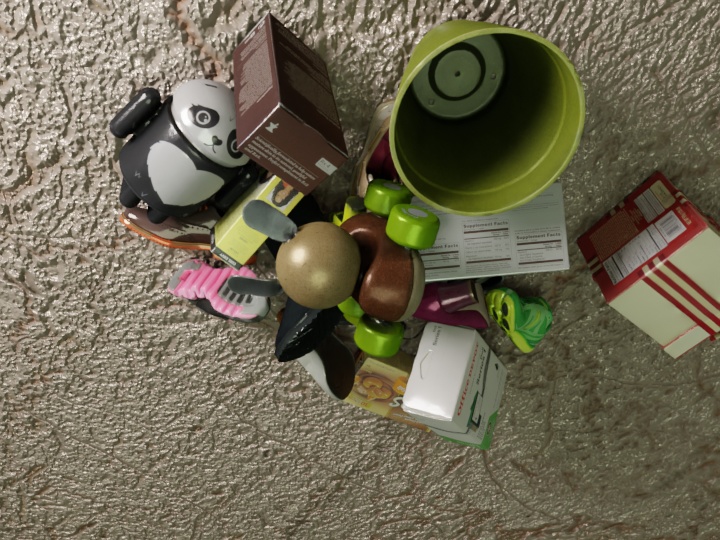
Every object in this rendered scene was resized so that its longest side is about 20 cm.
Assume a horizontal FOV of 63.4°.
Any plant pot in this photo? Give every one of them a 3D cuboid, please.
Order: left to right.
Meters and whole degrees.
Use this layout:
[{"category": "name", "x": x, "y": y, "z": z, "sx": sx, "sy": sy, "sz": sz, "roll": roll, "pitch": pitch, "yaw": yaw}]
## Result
[{"category": "plant pot", "x": 0.126, "y": -0.198, "z": 0.672, "sx": 0.199, "sy": 0.193, "sz": 0.201, "roll": -1, "pitch": 126, "yaw": -1}]

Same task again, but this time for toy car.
[{"category": "toy car", "x": -0.040, "y": -0.013, "z": 0.639, "sx": 0.199, "sy": 0.158, "sz": 0.165, "roll": 6, "pitch": 115, "yaw": -22}]

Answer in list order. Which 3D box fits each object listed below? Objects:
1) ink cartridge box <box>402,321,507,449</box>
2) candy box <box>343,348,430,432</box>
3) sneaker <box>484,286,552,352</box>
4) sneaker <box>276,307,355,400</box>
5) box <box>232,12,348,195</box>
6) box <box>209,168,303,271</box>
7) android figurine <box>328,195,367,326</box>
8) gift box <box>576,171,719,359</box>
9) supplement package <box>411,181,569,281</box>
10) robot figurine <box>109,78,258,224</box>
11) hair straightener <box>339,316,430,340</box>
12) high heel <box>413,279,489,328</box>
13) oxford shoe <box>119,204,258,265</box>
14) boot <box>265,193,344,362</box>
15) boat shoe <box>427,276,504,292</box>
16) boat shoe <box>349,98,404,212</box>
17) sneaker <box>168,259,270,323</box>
[{"category": "ink cartridge box", "x": 0.157, "y": 0.186, "z": 0.928, "sx": 0.084, "sy": 0.147, "sz": 0.200, "roll": 7, "pitch": 158, "yaw": 32}, {"category": "candy box", "x": 0.070, "y": 0.210, "z": 1.051, "sx": 0.199, "sy": 0.055, "sz": 0.116, "roll": 24, "pitch": 122, "yaw": -19}, {"category": "sneaker", "x": 0.256, "y": 0.065, "z": 0.931, "sx": 0.083, "sy": 0.074, "sz": 0.200, "roll": -42, "pitch": 145, "yaw": 5}, {"category": "sneaker", "x": -0.072, "y": 0.130, "z": 0.957, "sx": 0.084, "sy": 0.073, "sz": 0.201, "roll": 11, "pitch": 137, "yaw": 42}, {"category": "box", "x": -0.083, "y": -0.190, "z": 0.657, "sx": 0.075, "sy": 0.201, "sz": 0.100, "roll": -38, "pitch": 132, "yaw": 24}, {"category": "box", "x": -0.121, "y": -0.098, "z": 0.780, "sx": 0.050, "sy": 0.075, "sz": 0.200, "roll": 37, "pitch": 99, "yaw": -27}, {"category": "android figurine", "x": 0.000, "y": 0.000, "z": 0.828, "sx": 0.041, "sy": 0.182, "sz": 0.201, "roll": -19, "pitch": 138, "yaw": -27}, {"category": "gift box", "x": 0.459, "y": -0.007, "z": 0.829, "sx": 0.186, "sy": 0.185, "sz": 0.200, "roll": 33, "pitch": 125, "yaw": -21}, {"category": "supplement package", "x": 0.155, "y": -0.045, "z": 0.789, "sx": 0.198, "sy": 0.156, "sz": 0.112, "roll": -4, "pitch": 89, "yaw": 2}, {"category": "robot figurine", "x": -0.221, "y": -0.146, "z": 0.738, "sx": 0.200, "sy": 0.150, "sz": 0.125, "roll": -36, "pitch": 80, "yaw": 22}, {"category": "hair straightener", "x": 0.020, "y": 0.078, "z": 0.939, "sx": 0.198, "sy": 0.041, "sz": 0.077, "roll": -1, "pitch": 128, "yaw": 15}, {"category": "high heel", "x": 0.127, "y": 0.051, "z": 0.830, "sx": 0.096, "sy": 0.068, "sz": 0.200, "roll": -15, "pitch": 158, "yaw": 16}, {"category": "oxford shoe", "x": -0.240, "y": -0.068, "z": 0.841, "sx": 0.199, "sy": 0.071, "sz": 0.073, "roll": 14, "pitch": 107, "yaw": -20}, {"category": "boot", "x": -0.091, "y": 0.009, "z": 0.836, "sx": 0.076, "sy": 0.168, "sz": 0.200, "roll": 0, "pitch": 136, "yaw": -48}, {"category": "boat shoe", "x": 0.132, "y": 0.023, "z": 0.913, "sx": 0.199, "sy": 0.062, "sz": 0.073, "roll": -22, "pitch": 124, "yaw": 13}, {"category": "boat shoe", "x": 0.027, "y": -0.127, "z": 0.796, "sx": 0.073, "sy": 0.069, "sz": 0.201, "roll": 7, "pitch": 125, "yaw": -7}, {"category": "sneaker", "x": -0.197, "y": 0.044, "z": 0.875, "sx": 0.199, "sy": 0.079, "sz": 0.096, "roll": 16, "pitch": 148, "yaw": 39}]
